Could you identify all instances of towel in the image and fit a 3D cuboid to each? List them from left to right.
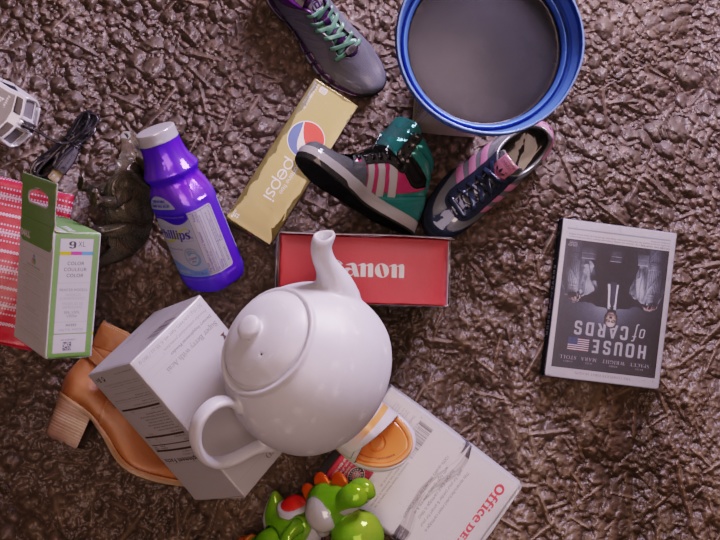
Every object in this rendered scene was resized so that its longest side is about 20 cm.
[{"bbox_3d":[-0.439,-0.012,1.288,0.145,0.022,0.200,14,88,-5],"label":"towel"}]

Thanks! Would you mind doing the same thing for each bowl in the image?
[{"bbox_3d":[0.134,-0.240,1.129,0.200,0.039,0.201,0,89,-6],"label":"bowl"}]

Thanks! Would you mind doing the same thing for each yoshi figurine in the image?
[{"bbox_3d":[-0.049,0.313,1.230,0.112,0.112,0.200,38,126,-22],"label":"yoshi figurine"}]

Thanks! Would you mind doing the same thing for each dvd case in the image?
[{"bbox_3d":[0.313,0.042,1.348,0.150,0.025,0.200,7,88,-4],"label":"dvd case"}]

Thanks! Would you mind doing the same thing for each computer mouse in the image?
[{"bbox_3d":[-0.424,-0.191,1.283,0.200,0.044,0.110,32,91,-9],"label":"computer mouse"}]

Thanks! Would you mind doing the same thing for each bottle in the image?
[{"bbox_3d":[-0.203,-0.073,1.248,0.065,0.084,0.200,-37,119,-36],"label":"bottle"}]

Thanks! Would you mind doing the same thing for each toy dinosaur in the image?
[{"bbox_3d":[-0.282,-0.065,1.272,0.102,0.077,0.200,-4,104,-36],"label":"toy dinosaur"}]

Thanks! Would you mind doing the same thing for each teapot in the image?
[{"bbox_3d":[-0.077,0.092,1.111,0.197,0.146,0.200,-23,52,27],"label":"teapot"}]

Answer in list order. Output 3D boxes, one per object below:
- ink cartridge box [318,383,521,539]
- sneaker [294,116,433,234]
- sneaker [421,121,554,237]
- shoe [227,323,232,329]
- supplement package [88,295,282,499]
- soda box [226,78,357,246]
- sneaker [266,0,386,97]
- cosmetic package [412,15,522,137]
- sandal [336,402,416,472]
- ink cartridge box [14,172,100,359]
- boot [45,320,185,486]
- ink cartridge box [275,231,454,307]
[{"bbox_3d":[0.070,0.252,1.293,0.200,0.083,0.145,37,86,-2],"label":"ink cartridge box"},{"bbox_3d":[0.018,-0.135,1.269,0.200,0.084,0.121,31,79,-43],"label":"sneaker"},{"bbox_3d":[0.155,-0.115,1.308,0.200,0.082,0.070,-45,93,-4],"label":"sneaker"},{"bbox_3d":[-0.093,0.142,1.299,0.070,0.053,0.200,-45,79,7],"label":"shoe"},{"bbox_3d":[-0.185,0.148,1.219,0.200,0.120,0.121,52,54,-15],"label":"supplement package"},{"bbox_3d":[-0.084,-0.128,1.295,0.064,0.068,0.200,32,87,-4],"label":"soda box"},{"bbox_3d":[-0.045,-0.291,1.291,0.074,0.088,0.200,-45,92,-4],"label":"sneaker"},{"bbox_3d":[0.120,-0.221,1.248,0.087,0.200,0.103,6,90,-6],"label":"cosmetic package"},{"bbox_3d":[-0.032,0.157,1.228,0.207,0.059,0.079,37,87,10],"label":"sandal"},{"bbox_3d":[-0.348,-0.007,1.229,0.059,0.104,0.200,-2,103,-37],"label":"ink cartridge box"},{"bbox_3d":[-0.258,0.162,1.277,0.200,0.074,0.155,26,80,-9],"label":"boot"},{"bbox_3d":[0.000,0.000,1.246,0.200,0.176,0.084,1,89,-4],"label":"ink cartridge box"}]
